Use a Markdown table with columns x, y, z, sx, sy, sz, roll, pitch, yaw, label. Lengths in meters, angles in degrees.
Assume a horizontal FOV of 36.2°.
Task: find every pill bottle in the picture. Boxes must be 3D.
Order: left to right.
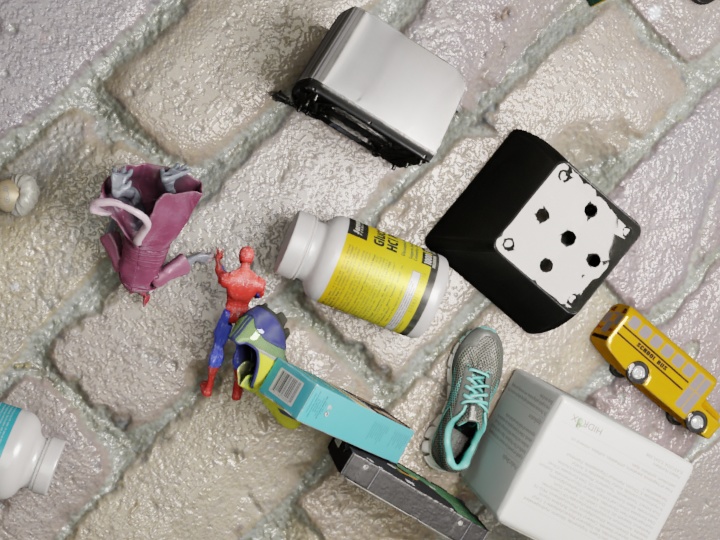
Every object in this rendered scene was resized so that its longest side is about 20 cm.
| x | y | z | sx | sy | sz | roll | pitch | yaw | label |
| --- | --- | --- | --- | --- | --- | --- | --- | --- | --- |
| -0.461 | 0.206 | 1.319 | 0.200 | 0.111 | 0.111 | 20 | 91 | -9 | pill bottle |
| 0.000 | 0.000 | 1.373 | 0.200 | 0.112 | 0.113 | 22 | 91 | -10 | pill bottle |

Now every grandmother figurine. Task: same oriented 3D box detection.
| x | y | z | sx | sy | sz | roll | pitch | yaw | label |
| --- | --- | --- | --- | --- | --- | --- | --- | --- | --- |
| -0.485 | -0.077 | 1.323 | 0.200 | 0.061 | 0.121 | -11 | 104 | -5 | grandmother figurine |

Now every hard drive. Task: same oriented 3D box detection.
| x | y | z | sx | sy | sz | roll | pitch | yaw | label |
| --- | --- | --- | --- | --- | --- | --- | --- | --- | --- |
| 0.056 | 0.276 | 1.388 | 0.200 | 0.140 | 0.038 | 31 | 90 | -10 | hard drive |

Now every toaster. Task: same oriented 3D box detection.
| x | y | z | sx | sy | sz | roll | pitch | yaw | label |
| --- | --- | --- | --- | --- | --- | --- | --- | --- | --- |
| 0.012 | -0.216 | 1.328 | 0.200 | 0.181 | 0.119 | 30 | 86 | -10 | toaster |

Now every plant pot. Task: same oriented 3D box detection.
| x | y | z | sx | sy | sz | roll | pitch | yaw | label |
| --- | --- | --- | --- | --- | --- | --- | --- | --- | --- |
| 0.231 | -0.043 | 1.373 | 0.200 | 0.177 | 0.200 | 40 | 88 | -10 | plant pot |

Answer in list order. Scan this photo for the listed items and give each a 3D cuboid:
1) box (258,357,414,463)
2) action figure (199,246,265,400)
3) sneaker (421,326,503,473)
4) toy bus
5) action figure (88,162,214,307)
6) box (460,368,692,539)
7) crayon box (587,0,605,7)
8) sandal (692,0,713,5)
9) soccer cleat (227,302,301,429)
| x | y | z | sx | sy | sz | roll | pitch | yaw | label |
| --- | --- | --- | --- | --- | --- | --- | --- | --- | --- |
| -0.026 | 0.173 | 1.347 | 0.200 | 0.082 | 0.049 | 32 | 88 | -45 | box |
| -0.159 | 0.051 | 1.384 | 0.065 | 0.099 | 0.200 | 9 | 115 | -12 | action figure |
| 0.144 | 0.172 | 1.418 | 0.077 | 0.091 | 0.200 | 15 | 92 | -10 | sneaker |
| 0.400 | 0.136 | 1.468 | 0.200 | 0.065 | 0.078 | 39 | 86 | -9 | toy bus |
| -0.250 | -0.029 | 1.316 | 0.134 | 0.149 | 0.200 | 15 | 124 | -1 | action figure |
| 0.264 | 0.253 | 1.387 | 0.200 | 0.199 | 0.171 | 29 | 90 | -10 | box |
| 0.357 | -0.392 | 1.354 | 0.126 | 0.200 | 0.052 | -32 | 98 | -5 | crayon box |
| 0.487 | -0.444 | 1.448 | 0.075 | 0.045 | 0.200 | 31 | 89 | -10 | sandal |
| -0.118 | 0.129 | 1.351 | 0.084 | 0.065 | 0.200 | -40 | 137 | -30 | soccer cleat |
